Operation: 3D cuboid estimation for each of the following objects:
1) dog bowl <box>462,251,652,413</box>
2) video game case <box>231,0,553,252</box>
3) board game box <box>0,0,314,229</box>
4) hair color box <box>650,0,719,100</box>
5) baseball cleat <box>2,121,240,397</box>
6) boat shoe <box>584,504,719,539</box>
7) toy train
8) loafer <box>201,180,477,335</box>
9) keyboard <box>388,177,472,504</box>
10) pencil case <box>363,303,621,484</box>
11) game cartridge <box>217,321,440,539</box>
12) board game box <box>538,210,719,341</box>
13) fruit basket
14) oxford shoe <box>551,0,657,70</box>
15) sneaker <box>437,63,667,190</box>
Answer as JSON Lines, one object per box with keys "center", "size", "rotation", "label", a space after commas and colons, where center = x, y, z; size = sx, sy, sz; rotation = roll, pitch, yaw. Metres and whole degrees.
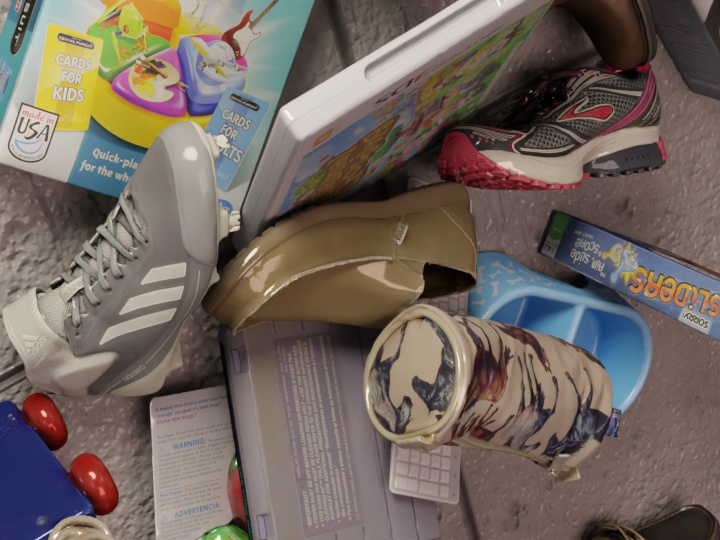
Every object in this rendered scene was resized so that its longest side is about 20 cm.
{"center": [0.128, 0.056, 0.966], "size": [0.198, 0.049, 0.113], "rotation": [12, 101, -36], "label": "dog bowl"}
{"center": [0.017, -0.086, 0.763], "size": [0.181, 0.200, 0.022], "rotation": [-34, 83, -20], "label": "video game case"}
{"center": [-0.105, -0.138, 0.731], "size": [0.150, 0.047, 0.203], "rotation": [15, 99, -38], "label": "board game box"}
{"center": [0.236, -0.217, 0.926], "size": [0.099, 0.060, 0.200], "rotation": [-49, 127, -9], "label": "hair color box"}
{"center": [-0.130, 0.008, 0.718], "size": [0.105, 0.070, 0.201], "rotation": [-9, 140, -27], "label": "baseball cleat"}
{"center": [0.208, 0.242, 1.078], "size": [0.199, 0.074, 0.074], "rotation": [-32, 124, -22], "label": "boat shoe"}
{"center": [-0.155, 0.161, 0.720], "size": [0.084, 0.199, 0.117], "rotation": [-30, 127, -21], "label": "toy train"}
{"center": [0.000, 0.000, 0.794], "size": [0.198, 0.076, 0.068], "rotation": [-20, 74, -35], "label": "loafer"}
{"center": [0.045, 0.043, 0.870], "size": [0.056, 0.011, 0.203], "rotation": [19, 67, -41], "label": "keyboard"}
{"center": [0.082, 0.077, 0.832], "size": [0.199, 0.077, 0.091], "rotation": [16, 55, -51], "label": "pencil case"}
{"center": [-0.019, 0.096, 0.835], "size": [0.128, 0.038, 0.203], "rotation": [-5, 83, -34], "label": "game cartridge"}
{"center": [0.233, 0.018, 0.927], "size": [0.134, 0.199, 0.035], "rotation": [17, 99, -37], "label": "board game box"}
{"center": [-0.051, 0.164, 0.877], "size": [0.183, 0.093, 0.204], "rotation": [-8, 97, -32], "label": "fruit basket"}
{"center": [0.111, -0.189, 0.849], "size": [0.085, 0.073, 0.200], "rotation": [-48, 115, -6], "label": "oxford shoe"}
{"center": [0.122, -0.094, 0.888], "size": [0.198, 0.080, 0.076], "rotation": [-16, 105, -44], "label": "sneaker"}
